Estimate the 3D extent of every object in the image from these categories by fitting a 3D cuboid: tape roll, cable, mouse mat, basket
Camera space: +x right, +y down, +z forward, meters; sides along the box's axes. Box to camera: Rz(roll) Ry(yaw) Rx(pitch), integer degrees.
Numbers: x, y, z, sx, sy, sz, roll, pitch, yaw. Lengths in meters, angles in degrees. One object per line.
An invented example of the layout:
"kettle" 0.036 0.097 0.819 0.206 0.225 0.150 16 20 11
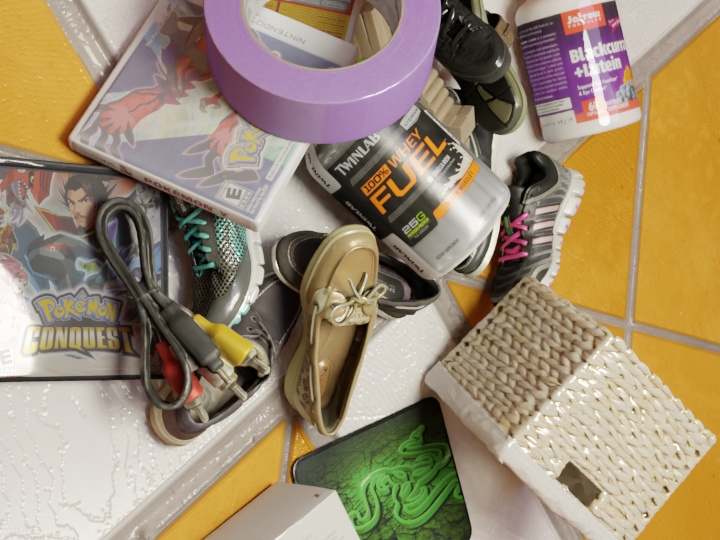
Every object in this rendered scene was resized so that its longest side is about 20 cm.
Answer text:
"tape roll" -0.033 -0.210 1.135 0.200 0.066 0.201 2 64 -4
"cable" -0.170 0.038 1.109 0.097 0.050 0.200 -38 85 -12
"mouse mat" 0.026 0.229 1.311 0.200 0.008 0.161 -21 99 -39
"basket" 0.204 0.140 1.313 0.161 0.200 0.198 -47 116 -1

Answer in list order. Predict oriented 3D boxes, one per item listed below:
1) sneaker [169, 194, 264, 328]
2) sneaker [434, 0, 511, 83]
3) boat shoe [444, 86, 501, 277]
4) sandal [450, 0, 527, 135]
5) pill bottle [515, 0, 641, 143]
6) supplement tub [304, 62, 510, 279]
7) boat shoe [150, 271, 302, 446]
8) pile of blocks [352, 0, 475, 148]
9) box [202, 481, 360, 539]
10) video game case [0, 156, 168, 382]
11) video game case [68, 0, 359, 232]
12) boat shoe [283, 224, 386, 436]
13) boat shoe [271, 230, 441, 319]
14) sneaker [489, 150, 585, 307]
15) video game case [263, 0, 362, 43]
"sneaker" -0.133 -0.041 1.166 0.091 0.078 0.200 23 63 -38
"sneaker" 0.058 -0.263 1.299 0.060 0.200 0.104 -47 150 7
"boat shoe" 0.103 -0.092 1.367 0.067 0.072 0.201 11 74 -32
"sandal" 0.128 -0.223 1.361 0.057 0.080 0.201 -2 61 -33
"pill bottle" 0.233 -0.249 1.457 0.111 0.111 0.200 -20 98 -38
"supplement tub" 0.034 -0.097 1.258 0.200 0.123 0.123 42 61 -9
"boat shoe" -0.105 0.076 1.181 0.200 0.065 0.072 -48 112 -33
"pile of blocks" 0.041 -0.188 1.321 0.200 0.082 0.062 51 39 -14
"box" -0.051 0.308 1.181 0.124 0.097 0.200 -35 107 -33
"video game case" -0.249 0.001 1.098 0.200 0.025 0.181 2 84 -39
"video game case" -0.124 -0.150 1.147 0.182 0.023 0.200 24 66 8
"boat shoe" -0.016 0.054 1.197 0.073 0.063 0.200 -6 123 -29
"boat shoe" 0.000 0.000 1.258 0.200 0.057 0.067 20 60 -48
"sneaker" 0.172 -0.047 1.415 0.087 0.074 0.200 39 61 -26
"video game case" -0.077 -0.226 1.207 0.143 0.017 0.200 13 72 4
